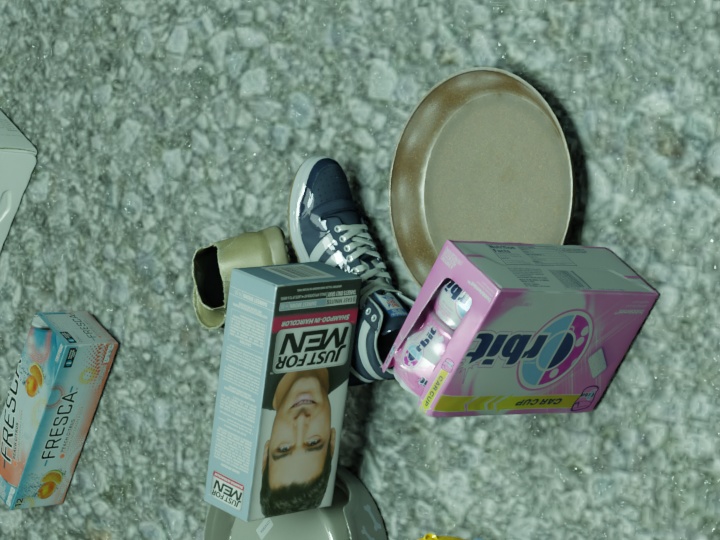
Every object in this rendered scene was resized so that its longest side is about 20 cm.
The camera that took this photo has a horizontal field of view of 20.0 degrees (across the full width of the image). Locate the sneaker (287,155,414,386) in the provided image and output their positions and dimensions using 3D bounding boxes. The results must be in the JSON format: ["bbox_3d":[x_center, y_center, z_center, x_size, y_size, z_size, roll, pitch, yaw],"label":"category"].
[{"bbox_3d":[0.000,0.000,1.727,0.108,0.070,0.201,-2,94,49],"label":"sneaker"}]

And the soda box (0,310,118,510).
[{"bbox_3d":[-0.313,0.141,2.046,0.064,0.068,0.201,40,118,38],"label":"soda box"}]

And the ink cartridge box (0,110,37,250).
[{"bbox_3d":[-0.446,-0.121,2.175,0.200,0.085,0.148,44,119,38],"label":"ink cartridge box"}]

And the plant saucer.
[{"bbox_3d":[0.103,-0.063,1.650,0.200,0.032,0.201,0,90,46],"label":"plant saucer"}]

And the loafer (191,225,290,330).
[{"bbox_3d":[-0.120,0.005,1.818,0.200,0.067,0.076,138,125,-63],"label":"loafer"}]

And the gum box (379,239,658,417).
[{"bbox_3d":[0.117,0.044,1.513,0.066,0.199,0.114,45,118,36],"label":"gum box"}]

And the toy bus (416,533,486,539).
[{"bbox_3d":[0.076,0.278,1.621,0.201,0.135,0.192,-63,34,22],"label":"toy bus"}]

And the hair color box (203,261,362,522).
[{"bbox_3d":[-0.064,0.098,1.681,0.061,0.099,0.201,20,108,43],"label":"hair color box"}]

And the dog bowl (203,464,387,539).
[{"bbox_3d":[-0.054,0.254,1.789,0.200,0.059,0.201,-1,88,45],"label":"dog bowl"}]
